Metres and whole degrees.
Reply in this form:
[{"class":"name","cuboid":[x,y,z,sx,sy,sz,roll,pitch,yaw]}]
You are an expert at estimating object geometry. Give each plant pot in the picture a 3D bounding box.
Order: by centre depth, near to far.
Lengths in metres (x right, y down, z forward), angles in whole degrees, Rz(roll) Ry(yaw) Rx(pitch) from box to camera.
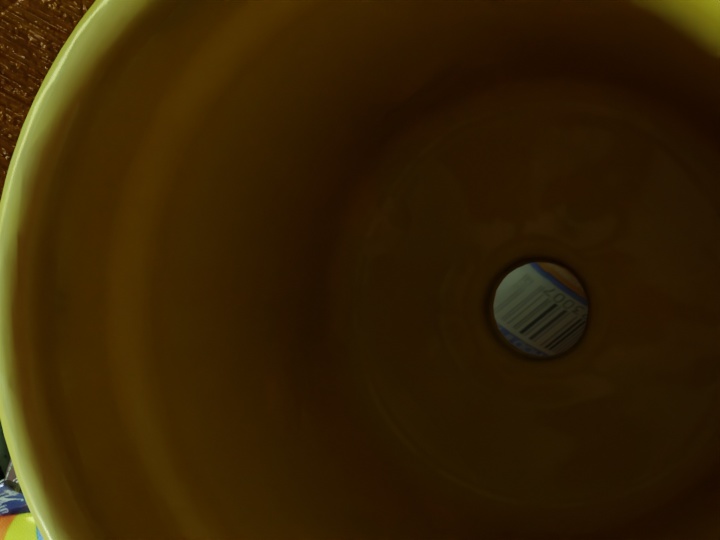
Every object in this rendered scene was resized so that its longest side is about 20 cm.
[{"class":"plant pot","cuboid":[0.036,0.010,0.673,0.201,0.201,0.189,-61,-8,4]}]

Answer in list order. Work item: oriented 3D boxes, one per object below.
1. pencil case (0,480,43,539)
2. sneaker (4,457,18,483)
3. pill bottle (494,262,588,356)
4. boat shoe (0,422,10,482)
[{"class":"pencil case","cuboid":[-0.045,0.141,0.753,0.088,0.088,0.200,180,81,-82]},{"class":"sneaker","cuboid":[-0.044,0.092,0.894,0.076,0.200,0.116,-13,60,21]},{"class":"pill bottle","cuboid":[0.030,0.003,0.887,0.200,0.112,0.112,-42,19,46]},{"class":"boat shoe","cuboid":[-0.112,0.080,1.094,0.076,0.060,0.200,-57,47,48]}]
